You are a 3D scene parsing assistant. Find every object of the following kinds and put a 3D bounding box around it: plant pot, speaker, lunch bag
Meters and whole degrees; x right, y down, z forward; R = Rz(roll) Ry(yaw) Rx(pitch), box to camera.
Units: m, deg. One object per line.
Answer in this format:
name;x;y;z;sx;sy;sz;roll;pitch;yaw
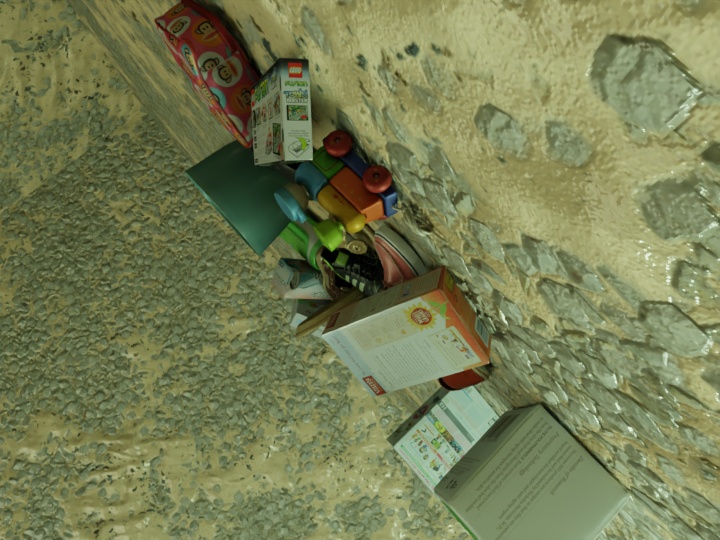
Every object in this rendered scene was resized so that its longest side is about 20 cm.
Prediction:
plant pot;-0.195;-0.154;0.978;0.201;0.161;0.201;47;172;9
speaker;-0.121;-0.077;1.177;0.200;0.088;0.089;40;166;43
lunch bag;-0.222;-0.299;0.802;0.176;0.082;0.200;43;168;36

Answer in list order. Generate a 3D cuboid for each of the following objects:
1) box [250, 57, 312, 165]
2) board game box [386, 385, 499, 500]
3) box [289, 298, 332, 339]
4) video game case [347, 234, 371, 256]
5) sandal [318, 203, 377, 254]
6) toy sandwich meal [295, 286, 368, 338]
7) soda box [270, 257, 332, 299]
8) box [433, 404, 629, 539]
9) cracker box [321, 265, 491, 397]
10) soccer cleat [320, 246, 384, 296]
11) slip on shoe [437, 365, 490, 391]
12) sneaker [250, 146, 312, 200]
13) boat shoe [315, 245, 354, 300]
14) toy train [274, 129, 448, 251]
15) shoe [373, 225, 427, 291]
box;-0.105;-0.191;0.669;0.200;0.034;0.111;-155;62;-67
board game box;0.175;0.330;1.064;0.148;0.200;0.064;50;170;-5
box;-0.078;0.086;1.219;0.155;0.041;0.200;25;-154;-13
video game case;0.028;0.021;1.067;0.182;0.022;0.200;44;169;30
sandal;-0.044;-0.073;0.900;0.212;0.070;0.078;46;170;16
toy sandwich meal;-0.030;0.088;0.997;0.071;0.204;0.205;57;170;-2
soda box;-0.096;0.021;1.181;0.199;0.069;0.064;4;-153;-44
box;0.244;0.339;0.804;0.171;0.200;0.199;45;168;13
cracker box;0.063;0.092;0.740;0.134;0.199;0.058;53;-147;-20
soccer cleat;0.000;0.000;0.909;0.081;0.068;0.200;31;174;-37
slip on shoe;0.173;0.175;0.910;0.074;0.061;0.200;49;169;12
sneaker;-0.111;-0.181;0.837;0.200;0.060;0.104;43;167;15
boat shoe;-0.035;0.023;1.102;0.072;0.072;0.201;44;162;34
toy train;-0.005;-0.065;0.633;0.200;0.116;0.085;46;170;20
shoe;0.058;0.034;0.792;0.200;0.091;0.071;55;168;-28
